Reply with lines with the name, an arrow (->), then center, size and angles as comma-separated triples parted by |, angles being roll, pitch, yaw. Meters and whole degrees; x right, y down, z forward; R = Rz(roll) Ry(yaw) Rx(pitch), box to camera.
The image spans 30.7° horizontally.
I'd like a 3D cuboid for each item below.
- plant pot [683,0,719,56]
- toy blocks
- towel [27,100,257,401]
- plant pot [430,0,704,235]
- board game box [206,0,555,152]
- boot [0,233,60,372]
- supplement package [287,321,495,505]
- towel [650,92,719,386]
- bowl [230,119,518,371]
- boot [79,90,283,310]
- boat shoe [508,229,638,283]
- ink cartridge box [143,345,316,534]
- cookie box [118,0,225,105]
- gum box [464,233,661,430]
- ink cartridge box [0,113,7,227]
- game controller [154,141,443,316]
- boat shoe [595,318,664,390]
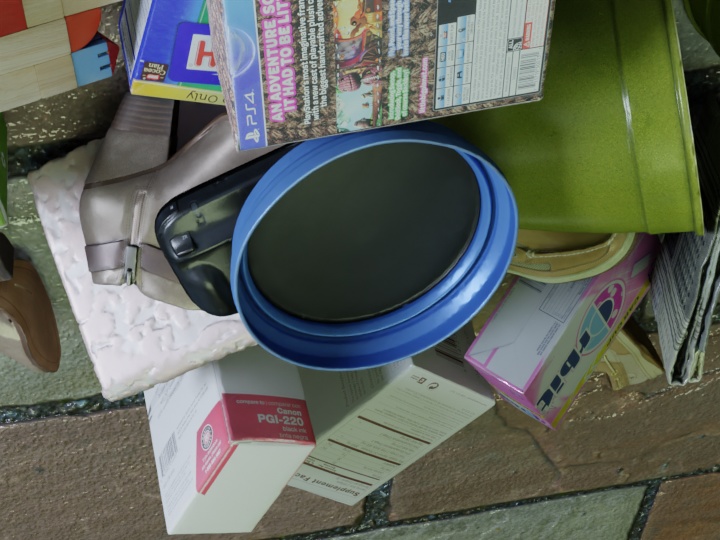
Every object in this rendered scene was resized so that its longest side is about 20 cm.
plant pot -> 0.353, -0.166, 0.922 | 0.198, 0.194, 0.201 | -8, 141, -6
toy blocks -> -0.205, -0.189, 0.822 | 0.136, 0.100, 0.202 | -22, 131, -24
towel -> -0.134, -0.024, 0.984 | 0.198, 0.193, 0.032 | -22, 176, 11
plant pot -> 0.139, -0.112, 0.958 | 0.191, 0.202, 0.201 | -8, 143, 13
board game box -> 0.009, -0.175, 0.775 | 0.198, 0.097, 0.160 | -10, 140, -8
boot -> -0.339, 0.027, 1.061 | 0.144, 0.071, 0.201 | -7, 141, 3
supplement package -> 0.009, 0.113, 1.232 | 0.117, 0.118, 0.200 | 25, 128, -38
towel -> 0.272, -0.027, 1.039 | 0.034, 0.200, 0.194 | 13, 113, 4
bowl -> 0.007, -0.017, 0.879 | 0.198, 0.040, 0.202 | -12, 134, -12
boot -> -0.103, -0.044, 0.935 | 0.198, 0.070, 0.148 | 10, 98, 11
boat shoe -> 0.129, -0.034, 1.067 | 0.199, 0.072, 0.076 | -5, 149, 47
ink cartridge box -> -0.120, 0.100, 1.110 | 0.084, 0.201, 0.146 | 5, 139, -30
cookie box -> -0.055, -0.202, 0.861 | 0.169, 0.076, 0.201 | 3, 139, -22
gum box -> 0.184, 0.025, 1.134 | 0.201, 0.066, 0.113 | -56, 149, -6
ink cartridge box -> -0.318, -0.038, 0.881 | 0.146, 0.201, 0.076 | -11, 142, -2
game controller -> -0.038, -0.039, 0.897 | 0.198, 0.042, 0.105 | -24, 136, 1
boat shoe -> 0.233, 0.069, 1.280 | 0.069, 0.074, 0.200 | -33, 139, 15
